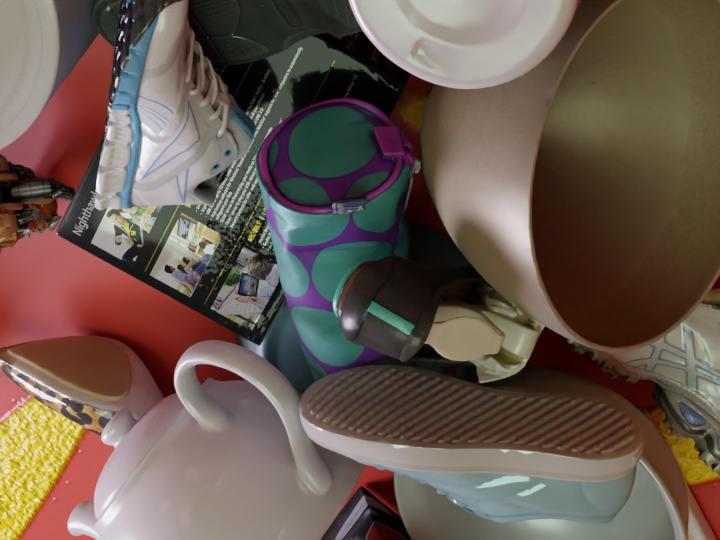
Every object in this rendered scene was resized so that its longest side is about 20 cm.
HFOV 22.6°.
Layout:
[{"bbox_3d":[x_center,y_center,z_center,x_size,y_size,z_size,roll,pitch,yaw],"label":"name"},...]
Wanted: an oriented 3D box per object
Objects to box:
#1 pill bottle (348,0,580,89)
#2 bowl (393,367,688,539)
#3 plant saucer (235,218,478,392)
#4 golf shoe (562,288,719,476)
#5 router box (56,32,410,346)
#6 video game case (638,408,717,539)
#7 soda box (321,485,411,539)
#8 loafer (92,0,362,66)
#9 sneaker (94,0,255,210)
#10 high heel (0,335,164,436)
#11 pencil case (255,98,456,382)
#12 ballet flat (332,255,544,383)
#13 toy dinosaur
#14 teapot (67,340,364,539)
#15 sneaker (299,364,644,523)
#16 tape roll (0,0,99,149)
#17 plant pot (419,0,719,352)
[{"bbox_3d":[0.070,-0.181,0.904,0.113,0.200,0.115,8,120,14],"label":"pill bottle"},{"bbox_3d":[0.127,0.134,1.143,0.199,0.090,0.203,16,128,21],"label":"bowl"},{"bbox_3d":[0.006,0.055,1.192,0.198,0.036,0.202,8,125,11],"label":"plant saucer"},{"bbox_3d":[0.189,0.032,1.116,0.200,0.078,0.097,38,107,-17],"label":"golf shoe"},{"bbox_3d":[-0.078,-0.074,1.098,0.148,0.051,0.201,29,115,-5],"label":"router box"},{"bbox_3d":[0.157,0.199,1.256,0.181,0.023,0.201,-19,117,26],"label":"video game case"},{"bbox_3d":[0.014,0.216,1.196,0.063,0.200,0.071,39,95,-13],"label":"soda box"},{"bbox_3d":[-0.053,-0.162,1.003,0.198,0.063,0.072,-5,139,21],"label":"loafer"},{"bbox_3d":[-0.098,-0.098,0.998,0.086,0.076,0.200,9,152,-6],"label":"sneaker"},{"bbox_3d":[-0.167,0.125,1.270,0.198,0.072,0.143,15,130,4],"label":"high heel"},{"bbox_3d":[0.000,0.000,1.056,0.091,0.086,0.201,-6,137,6],"label":"pencil case"},{"bbox_3d":[0.059,0.032,1.017,0.068,0.199,0.069,30,106,29],"label":"ballet flat"},{"bbox_3d":[-0.252,-0.046,1.105,0.134,0.103,0.200,-8,157,8],"label":"toy dinosaur"},{"bbox_3d":[-0.100,0.138,1.139,0.146,0.197,0.200,40,93,-2],"label":"teapot"},{"bbox_3d":[0.060,0.113,1.038,0.198,0.074,0.083,10,126,10],"label":"sneaker"},{"bbox_3d":[-0.243,-0.181,1.036,0.201,0.140,0.204,8,126,11],"label":"tape roll"},{"bbox_3d":[0.110,-0.068,1.002,0.134,0.200,0.202,16,134,44],"label":"plant pot"}]
